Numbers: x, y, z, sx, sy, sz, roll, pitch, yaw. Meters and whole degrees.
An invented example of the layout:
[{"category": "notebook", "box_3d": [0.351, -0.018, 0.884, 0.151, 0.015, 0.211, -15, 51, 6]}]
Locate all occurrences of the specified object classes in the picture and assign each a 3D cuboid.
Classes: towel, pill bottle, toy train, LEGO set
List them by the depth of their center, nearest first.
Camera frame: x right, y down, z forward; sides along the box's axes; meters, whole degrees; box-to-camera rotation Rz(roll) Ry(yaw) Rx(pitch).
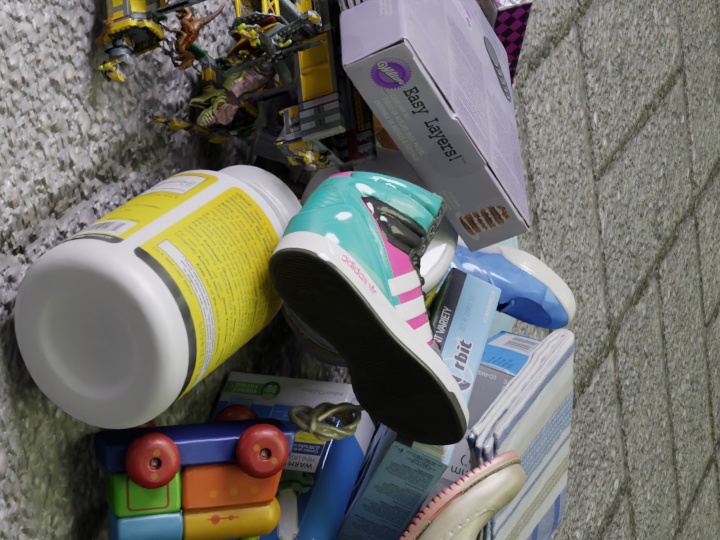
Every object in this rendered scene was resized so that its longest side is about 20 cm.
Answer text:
[{"category": "pill bottle", "box_3d": [-0.113, 0.007, 1.061, 0.200, 0.111, 0.114, -39, 127, -56]}, {"category": "LEGO set", "box_3d": [-0.074, -0.116, 1.103, 0.200, 0.152, 0.117, 50, 31, -64]}, {"category": "toy train", "box_3d": [-0.068, 0.149, 1.107, 0.085, 0.198, 0.117, -160, -111, -71]}, {"category": "pill bottle", "box_3d": [0.000, 0.000, 1.242, 0.200, 0.111, 0.114, 113, -9, -69]}, {"category": "towel", "box_3d": [0.120, 0.156, 1.304, 0.147, 0.024, 0.202, -45, 144, -41]}]

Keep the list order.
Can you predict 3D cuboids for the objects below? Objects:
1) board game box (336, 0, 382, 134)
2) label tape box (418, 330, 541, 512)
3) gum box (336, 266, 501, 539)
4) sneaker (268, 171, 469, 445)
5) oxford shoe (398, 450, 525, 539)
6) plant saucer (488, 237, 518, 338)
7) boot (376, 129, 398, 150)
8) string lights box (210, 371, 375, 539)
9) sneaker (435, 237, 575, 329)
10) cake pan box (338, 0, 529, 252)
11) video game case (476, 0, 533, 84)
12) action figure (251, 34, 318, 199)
[{"category": "board game box", "box_3d": [-0.001, -0.201, 1.322, 0.096, 0.030, 0.203, 151, -64, -79]}, {"category": "label tape box", "box_3d": [0.099, 0.160, 1.388, 0.143, 0.066, 0.202, -20, 127, -71]}, {"category": "gum box", "box_3d": [0.031, 0.124, 1.257, 0.201, 0.044, 0.171, 118, -5, -46]}, {"category": "sneaker", "box_3d": [0.022, 0.011, 1.097, 0.201, 0.083, 0.121, 55, 44, -37]}, {"category": "oxford shoe", "box_3d": [0.051, 0.209, 1.173, 0.200, 0.074, 0.071, -46, 163, -7]}, {"category": "plant saucer", "box_3d": [0.088, -0.023, 1.559, 0.200, 0.038, 0.203, 24, 63, -57]}, {"category": "boot", "box_3d": [0.048, -0.163, 1.344, 0.155, 0.076, 0.202, -120, -150, -67]}, {"category": "string lights box", "box_3d": [-0.071, 0.172, 1.192, 0.059, 0.102, 0.201, 65, 37, -47]}, {"category": "sneaker", "box_3d": [0.073, 0.023, 1.410, 0.112, 0.199, 0.077, -63, -174, -30]}, {"category": "cake pan box", "box_3d": [0.047, -0.142, 1.146, 0.200, 0.052, 0.185, 51, 24, -43]}, {"category": "video game case", "box_3d": [0.081, -0.227, 1.373, 0.200, 0.035, 0.183, 96, -23, -64]}, {"category": "action figure", "box_3d": [-0.041, -0.158, 1.253, 0.130, 0.069, 0.202, -68, 162, -71]}]
